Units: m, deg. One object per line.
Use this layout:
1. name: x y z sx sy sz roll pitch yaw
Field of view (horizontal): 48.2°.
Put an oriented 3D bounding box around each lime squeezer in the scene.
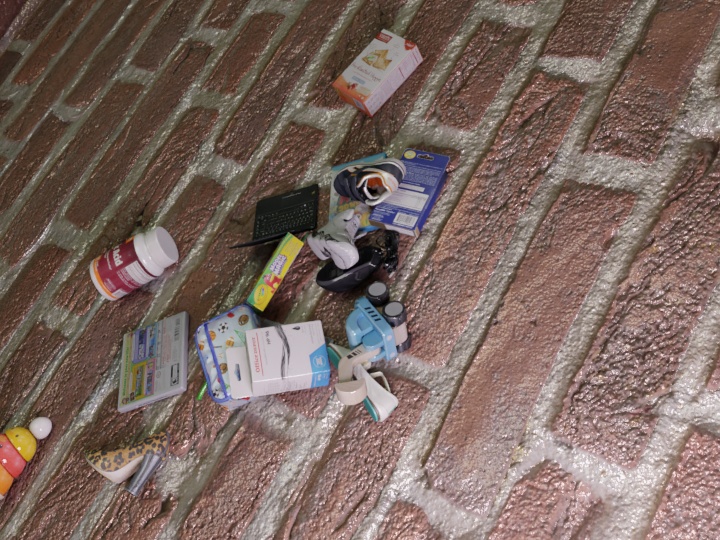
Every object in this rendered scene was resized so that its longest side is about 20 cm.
1. lime squeezer: -0.318 0.185 1.779 0.070 0.037 0.204 -36 41 47

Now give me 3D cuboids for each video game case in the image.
1. video game case: -0.006 -0.170 1.837 0.140 0.018 0.204 -13 54 23
2. video game case: -0.476 0.210 1.853 0.178 0.022 0.204 -20 53 17

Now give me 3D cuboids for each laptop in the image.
1. laptop: -0.198 -0.127 1.862 0.173 0.104 0.204 -12 55 21

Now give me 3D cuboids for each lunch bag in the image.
1. lunch bag: -0.263 0.186 1.689 0.157 0.076 0.203 -24 60 1

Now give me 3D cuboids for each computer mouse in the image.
1. computer mouse: 0.000 0.000 1.692 0.196 0.053 0.140 -21 31 16

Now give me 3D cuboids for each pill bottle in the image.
1. pill bottle: -0.557 -0.020 1.988 0.197 0.114 0.116 -28 50 11

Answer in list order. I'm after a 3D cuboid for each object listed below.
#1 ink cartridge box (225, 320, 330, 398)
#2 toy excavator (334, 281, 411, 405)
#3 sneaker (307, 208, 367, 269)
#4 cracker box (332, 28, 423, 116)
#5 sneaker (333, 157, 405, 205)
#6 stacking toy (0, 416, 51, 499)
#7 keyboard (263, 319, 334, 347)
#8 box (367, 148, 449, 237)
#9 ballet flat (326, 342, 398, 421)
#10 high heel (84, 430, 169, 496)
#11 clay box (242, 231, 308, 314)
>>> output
1. ink cartridge box: -0.166 0.177 1.601 0.195 0.068 0.118 -7 59 -12
2. toy excavator: 0.009 0.145 1.530 0.197 0.101 0.195 -28 45 -15
3. sneaker: -0.032 -0.072 1.699 0.114 0.076 0.199 -40 23 -15
4. cracker box: 0.042 -0.492 1.995 0.200 0.058 0.133 -48 50 -7
5. sneaker: 0.005 -0.188 1.755 0.197 0.079 0.080 -11 40 43
6. stacking toy: -0.804 0.411 1.859 0.145 0.148 0.199 27 58 38
7. keyboard: -0.144 0.149 1.714 0.197 0.011 0.057 12 72 35
8. box: 0.111 -0.172 1.752 0.119 0.033 0.203 15 66 29
9. ballet flat: 0.007 0.207 1.562 0.069 0.070 0.200 -40 53 -1
10. high heel: -0.499 0.384 1.728 0.197 0.072 0.144 17 63 34
11. clay box: -0.186 -0.002 1.766 0.203 0.047 0.115 -61 8 -14
